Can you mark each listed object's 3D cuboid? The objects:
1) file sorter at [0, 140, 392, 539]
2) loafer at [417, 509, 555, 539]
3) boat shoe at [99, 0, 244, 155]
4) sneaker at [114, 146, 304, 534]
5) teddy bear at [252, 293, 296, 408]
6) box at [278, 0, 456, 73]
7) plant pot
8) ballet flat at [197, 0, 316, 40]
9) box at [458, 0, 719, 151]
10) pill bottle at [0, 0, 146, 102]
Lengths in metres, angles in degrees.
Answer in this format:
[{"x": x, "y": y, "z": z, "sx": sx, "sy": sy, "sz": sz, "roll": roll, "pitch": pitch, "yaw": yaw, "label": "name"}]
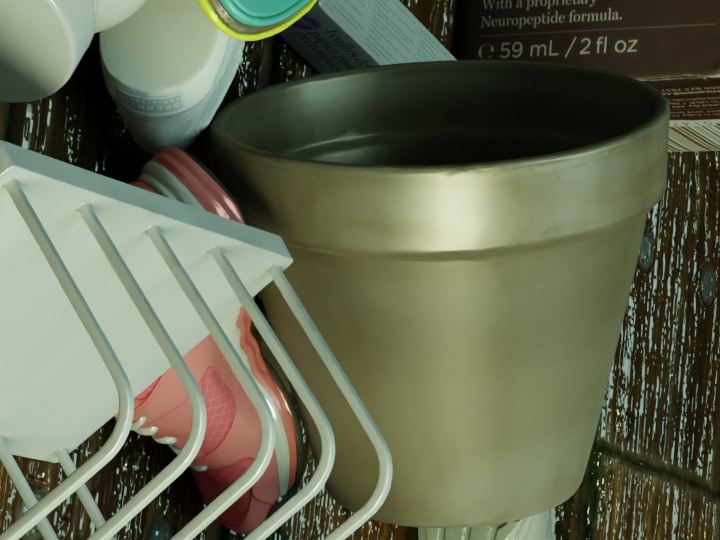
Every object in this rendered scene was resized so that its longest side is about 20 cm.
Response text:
[{"x": -0.101, "y": 0.058, "z": 1.134, "sx": 0.200, "sy": 0.139, "sz": 0.125, "roll": 19, "pitch": 34, "yaw": -59, "label": "file sorter"}, {"x": 0.067, "y": 0.154, "z": 1.562, "sx": 0.070, "sy": 0.070, "sz": 0.201, "roll": 12, "pitch": 87, "yaw": -65, "label": "loafer"}, {"x": -0.067, "y": -0.141, "z": 1.324, "sx": 0.069, "sy": 0.071, "sz": 0.201, "roll": 91, "pitch": 5, "yaw": -59, "label": "boat shoe"}, {"x": -0.086, "y": 0.042, "z": 1.302, "sx": 0.087, "sy": 0.074, "sz": 0.201, "roll": -30, "pitch": 130, "yaw": -21, "label": "sneaker"}, {"x": 0.000, "y": 0.000, "z": 1.454, "sx": 0.200, "sy": 0.066, "sz": 0.146, "roll": -42, "pitch": 116, "yaw": -45, "label": "teddy bear"}, {"x": 0.013, "y": -0.103, "z": 1.487, "sx": 0.200, "sy": 0.038, "sz": 0.042, "roll": 39, "pitch": 55, "yaw": -55, "label": "box"}, {"x": 0.036, "y": 0.012, "z": 1.323, "sx": 0.200, "sy": 0.199, "sz": 0.175, "roll": -29, "pitch": 121, "yaw": -57, "label": "plant pot"}, {"x": -0.033, "y": -0.168, "z": 1.266, "sx": 0.067, "sy": 0.067, "sz": 0.201, "roll": 43, "pitch": 54, "yaw": -27, "label": "ballet flat"}, {"x": 0.165, "y": -0.177, "z": 1.633, "sx": 0.164, "sy": 0.165, "sz": 0.201, "roll": 22, "pitch": 70, "yaw": -58, "label": "box"}, {"x": -0.114, "y": -0.166, "z": 1.187, "sx": 0.112, "sy": 0.112, "sz": 0.201, "roll": 61, "pitch": 40, "yaw": -41, "label": "pill bottle"}]
